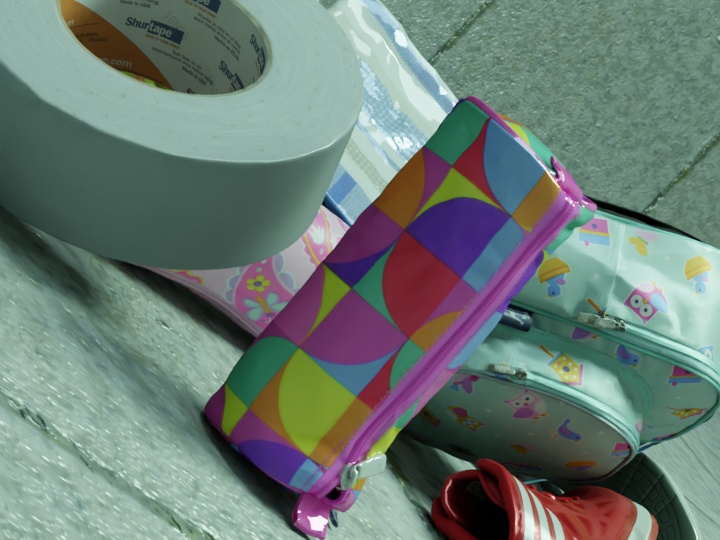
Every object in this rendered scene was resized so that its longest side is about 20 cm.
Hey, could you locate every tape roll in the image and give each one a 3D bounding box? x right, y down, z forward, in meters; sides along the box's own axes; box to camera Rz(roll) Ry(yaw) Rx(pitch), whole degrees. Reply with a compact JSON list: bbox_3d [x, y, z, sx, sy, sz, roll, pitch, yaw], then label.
[{"bbox_3d":[-0.101,-0.090,1.067,0.200,0.066,0.201,17,36,-12],"label":"tape roll"}]

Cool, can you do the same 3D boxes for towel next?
[{"bbox_3d":[0.004,-0.095,1.446,0.147,0.024,0.200,51,35,-6],"label":"towel"}]

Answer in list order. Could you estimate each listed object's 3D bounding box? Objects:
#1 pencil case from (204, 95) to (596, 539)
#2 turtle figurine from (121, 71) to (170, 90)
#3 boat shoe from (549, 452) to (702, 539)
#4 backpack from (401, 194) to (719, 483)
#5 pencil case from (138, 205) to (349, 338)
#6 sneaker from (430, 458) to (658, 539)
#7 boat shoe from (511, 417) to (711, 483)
[{"bbox_3d":[0.019,0.020,1.013,0.088,0.200,0.088,37,1,-1],"label":"pencil case"},{"bbox_3d":[-0.095,-0.110,1.290,0.200,0.065,0.161,27,23,38],"label":"turtle figurine"},{"bbox_3d":[0.183,0.159,1.576,0.065,0.075,0.202,33,6,-38],"label":"boat shoe"},{"bbox_3d":[0.118,0.038,1.312,0.199,0.154,0.176,9,-23,-8],"label":"backpack"},{"bbox_3d":[-0.052,-0.005,1.187,0.200,0.087,0.087,38,10,-43],"label":"pencil case"},{"bbox_3d":[0.101,0.134,1.254,0.116,0.078,0.200,45,6,-7],"label":"sneaker"},{"bbox_3d":[0.162,0.090,1.505,0.200,0.084,0.069,-19,24,-41],"label":"boat shoe"}]
